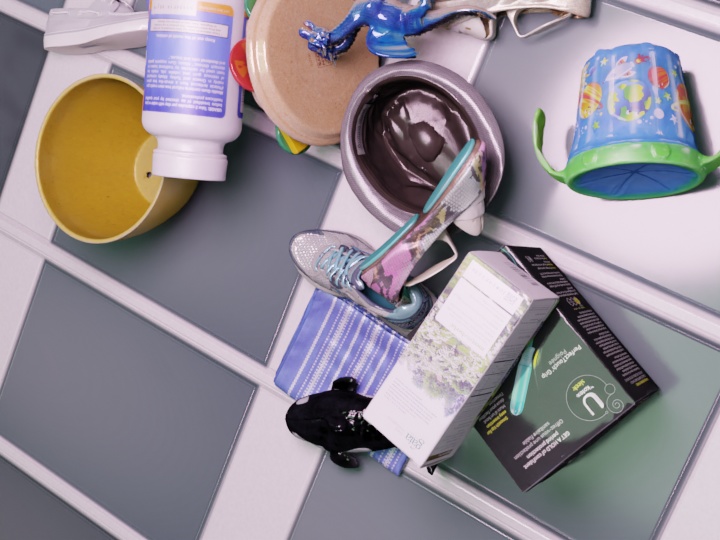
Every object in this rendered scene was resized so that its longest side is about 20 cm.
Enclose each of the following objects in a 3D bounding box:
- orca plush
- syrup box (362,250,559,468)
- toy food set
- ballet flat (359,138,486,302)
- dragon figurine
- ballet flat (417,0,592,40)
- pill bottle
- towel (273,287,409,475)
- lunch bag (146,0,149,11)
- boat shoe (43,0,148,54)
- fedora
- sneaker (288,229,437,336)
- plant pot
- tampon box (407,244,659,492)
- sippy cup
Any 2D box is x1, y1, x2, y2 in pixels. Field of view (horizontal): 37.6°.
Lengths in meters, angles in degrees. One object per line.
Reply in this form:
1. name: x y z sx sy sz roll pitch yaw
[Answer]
1. orca plush: -0.007 0.187 1.198 0.199 0.071 0.106 22 103 24
2. syrup box: 0.095 0.085 1.019 0.079 0.081 0.201 39 107 23
3. toy food set: -0.057 -0.237 1.182 0.048 0.198 0.201 0 125 46
4. ballet flat: 0.081 -0.045 1.094 0.071 0.069 0.200 39 113 -5
5. dragon figurine: 0.037 -0.254 1.127 0.199 0.059 0.100 13 98 -1
6. ballet flat: 0.152 -0.280 1.147 0.199 0.067 0.063 -6 97 27
7. pill bottle: -0.183 -0.202 1.166 0.111 0.112 0.201 9 97 26
8. towel: -0.002 0.125 1.241 0.200 0.024 0.145 33 104 23
9. lunch bag: -0.162 -0.318 1.268 0.169 0.127 0.201 -6 77 26
10. boat shoe: -0.335 -0.328 1.391 0.199 0.072 0.069 0 89 35
11. fedora: 0.074 -0.133 1.167 0.200 0.090 0.177 44 109 13
12. sneaker: 0.000 0.000 1.199 0.199 0.086 0.078 28 84 21
13. plant pot: -0.281 -0.132 1.315 0.199 0.142 0.201 0 89 26
14. tampon box: 0.178 0.096 1.094 0.150 0.126 0.200 -43 73 20
15. sippy cup: 0.271 -0.150 1.056 0.177 0.140 0.131 3 78 -12
